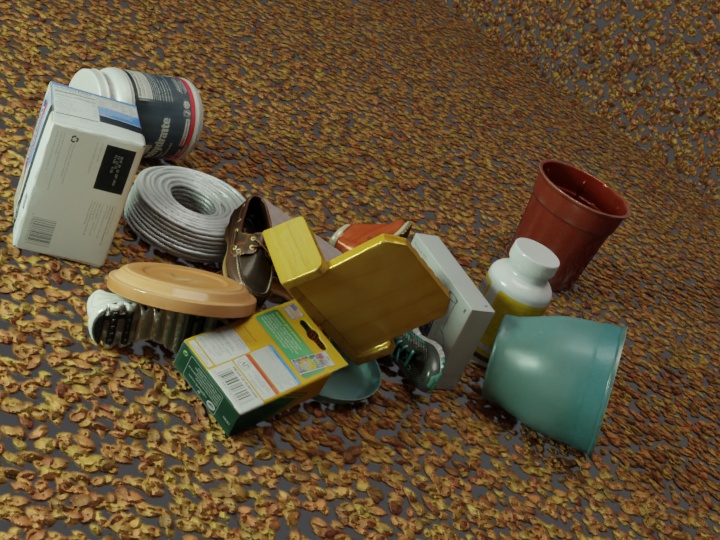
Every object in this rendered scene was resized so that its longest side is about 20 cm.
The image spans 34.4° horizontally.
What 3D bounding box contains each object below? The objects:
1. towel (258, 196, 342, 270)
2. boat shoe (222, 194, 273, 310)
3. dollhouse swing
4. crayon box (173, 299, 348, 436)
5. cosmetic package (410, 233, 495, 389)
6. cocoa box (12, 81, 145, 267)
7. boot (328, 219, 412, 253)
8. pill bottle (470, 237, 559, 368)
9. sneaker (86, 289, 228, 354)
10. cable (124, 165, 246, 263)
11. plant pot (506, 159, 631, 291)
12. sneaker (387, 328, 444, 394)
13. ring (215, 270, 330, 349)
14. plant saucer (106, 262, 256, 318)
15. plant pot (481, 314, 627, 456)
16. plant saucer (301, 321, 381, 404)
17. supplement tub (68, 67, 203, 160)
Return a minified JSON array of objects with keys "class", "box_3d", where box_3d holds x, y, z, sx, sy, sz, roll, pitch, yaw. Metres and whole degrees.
[{"class":"towel","box_3d":[-0.084,-0.015,1.828,0.199,0.032,0.192,34,18,-31]},{"class":"boat shoe","box_3d":[-0.158,-0.031,1.682,0.070,0.071,0.201,21,34,-29]},{"class":"dollhouse swing","box_3d":[0.000,0.000,1.624,0.200,0.175,0.182,48,10,-38]},{"class":"crayon box","box_3d":[-0.128,0.123,1.517,0.199,0.052,0.126,-20,61,-44]},{"class":"cosmetic package","box_3d":[0.115,0.061,1.801,0.051,0.152,0.201,8,31,-33]},{"class":"cocoa box","box_3d":[-0.393,-0.133,1.613,0.132,0.202,0.132,13,28,-25]},{"class":"boot","box_3d":[0.021,-0.058,2.025,0.106,0.076,0.200,28,26,15]},{"class":"pill bottle","box_3d":[0.241,0.053,1.878,0.111,0.202,0.112,21,27,-11]},{"class":"sneaker","box_3d":[-0.266,0.062,1.535,0.198,0.076,0.081,11,21,-31]},{"class":"cable","box_3d":[-0.265,-0.088,1.803,0.198,0.070,0.200,27,26,0]},{"class":"plant pot","box_3d":[0.393,-0.080,2.273,0.198,0.197,0.202,21,27,-11]},{"class":"sneaker","box_3d":[0.056,0.113,1.739,0.090,0.078,0.200,14,21,-30]},{"class":"ring","box_3d":[-0.131,0.055,1.671,0.198,0.019,0.201,22,27,-12]},{"class":"plant saucer","box_3d":[-0.234,0.022,1.537,0.197,0.033,0.200,12,7,-1]},{"class":"plant pot","box_3d":[0.288,0.158,1.767,0.186,0.203,0.200,15,24,12]},{"class":"plant saucer","box_3d":[-0.065,0.126,1.653,0.198,0.028,0.201,22,27,-12]},{"class":"supplement tub","box_3d":[-0.374,-0.260,1.933,0.198,0.141,0.141,1,36,-42]}]
